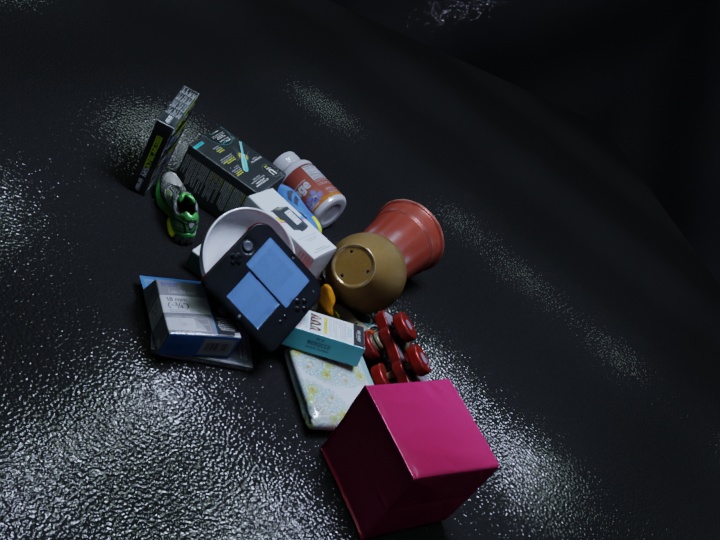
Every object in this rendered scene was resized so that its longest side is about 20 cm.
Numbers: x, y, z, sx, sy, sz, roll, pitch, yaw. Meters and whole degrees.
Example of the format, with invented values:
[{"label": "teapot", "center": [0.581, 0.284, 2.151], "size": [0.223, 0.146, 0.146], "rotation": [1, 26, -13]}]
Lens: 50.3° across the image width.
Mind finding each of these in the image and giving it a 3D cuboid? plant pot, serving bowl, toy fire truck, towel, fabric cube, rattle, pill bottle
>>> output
[{"label": "plant pot", "center": [0.072, -0.045, 1.875], "size": [0.201, 0.201, 0.195], "rotation": [40, 42, 9]}, {"label": "serving bowl", "center": [-0.226, -0.018, 1.484], "size": [0.200, 0.066, 0.200], "rotation": [6, 79, -36]}, {"label": "toy fire truck", "center": [0.091, 0.189, 1.638], "size": [0.168, 0.112, 0.200], "rotation": [41, 23, -54]}, {"label": "towel", "center": [-0.053, 0.232, 1.525], "size": [0.171, 0.048, 0.200], "rotation": [6, 42, -31]}, {"label": "fabric cube", "center": [0.082, 0.332, 1.371], "size": [0.199, 0.200, 0.196], "rotation": [1, 46, -37]}, {"label": "rattle", "center": [-0.014, 0.094, 1.658], "size": [0.200, 0.143, 0.130], "rotation": [14, 22, -18]}, {"label": "pill bottle", "center": [-0.139, -0.209, 1.960], "size": [0.200, 0.112, 0.112], "rotation": [46, 35, 20]}, {"label": "plant pot", "center": [0.000, 0.000, 1.660], "size": [0.186, 0.186, 0.200], "rotation": [39, 2, 8]}]

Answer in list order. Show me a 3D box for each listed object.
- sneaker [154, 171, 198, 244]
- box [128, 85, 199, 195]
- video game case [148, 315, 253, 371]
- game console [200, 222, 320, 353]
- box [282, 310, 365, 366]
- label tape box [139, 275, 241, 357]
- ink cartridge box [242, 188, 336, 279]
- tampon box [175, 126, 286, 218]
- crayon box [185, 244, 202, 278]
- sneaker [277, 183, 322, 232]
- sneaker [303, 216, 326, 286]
[{"label": "sneaker", "center": [-0.394, -0.153, 1.692], "size": [0.078, 0.085, 0.200], "rotation": [3, 43, -38]}, {"label": "box", "center": [-0.443, -0.295, 1.735], "size": [0.047, 0.193, 0.200], "rotation": [25, 34, -10]}, {"label": "video game case", "center": [-0.307, 0.120, 1.476], "size": [0.200, 0.019, 0.143], "rotation": [16, 37, -27]}, {"label": "game console", "center": [-0.181, 0.029, 1.452], "size": [0.200, 0.031, 0.177], "rotation": [50, 59, -20]}, {"label": "box", "center": [-0.092, 0.126, 1.546], "size": [0.200, 0.049, 0.082], "rotation": [18, 26, -10]}, {"label": "label tape box", "center": [-0.326, 0.067, 1.453], "size": [0.144, 0.063, 0.200], "rotation": [7, 42, -36]}, {"label": "ink cartridge box", "center": [-0.170, -0.050, 1.601], "size": [0.200, 0.146, 0.083], "rotation": [42, 36, 15]}, {"label": "tampon box", "center": [-0.308, -0.214, 1.807], "size": [0.200, 0.126, 0.150], "rotation": [36, 33, 2]}, {"label": "crayon box", "center": [-0.255, 0.006, 1.637], "size": [0.200, 0.052, 0.126], "rotation": [34, 33, 3]}, {"label": "sneaker", "center": [-0.179, -0.145, 1.883], "size": [0.200, 0.066, 0.078], "rotation": [48, 33, 20]}, {"label": "sneaker", "center": [-0.119, -0.035, 1.716], "size": [0.071, 0.083, 0.200], "rotation": [-70, 145, -54]}]
